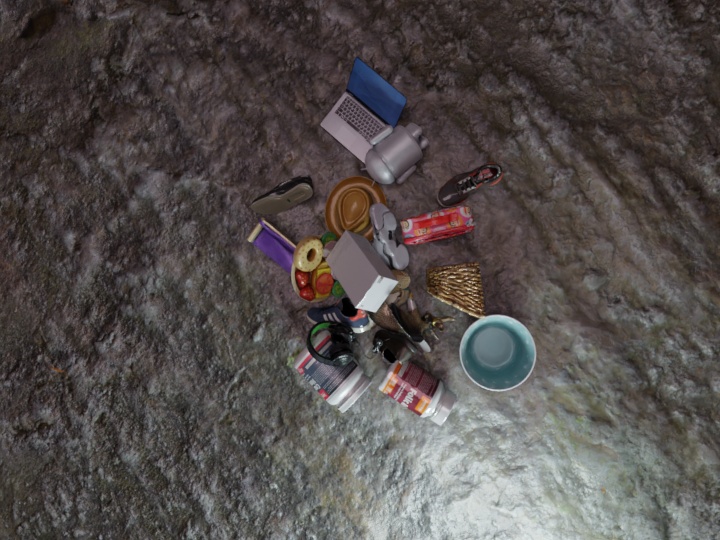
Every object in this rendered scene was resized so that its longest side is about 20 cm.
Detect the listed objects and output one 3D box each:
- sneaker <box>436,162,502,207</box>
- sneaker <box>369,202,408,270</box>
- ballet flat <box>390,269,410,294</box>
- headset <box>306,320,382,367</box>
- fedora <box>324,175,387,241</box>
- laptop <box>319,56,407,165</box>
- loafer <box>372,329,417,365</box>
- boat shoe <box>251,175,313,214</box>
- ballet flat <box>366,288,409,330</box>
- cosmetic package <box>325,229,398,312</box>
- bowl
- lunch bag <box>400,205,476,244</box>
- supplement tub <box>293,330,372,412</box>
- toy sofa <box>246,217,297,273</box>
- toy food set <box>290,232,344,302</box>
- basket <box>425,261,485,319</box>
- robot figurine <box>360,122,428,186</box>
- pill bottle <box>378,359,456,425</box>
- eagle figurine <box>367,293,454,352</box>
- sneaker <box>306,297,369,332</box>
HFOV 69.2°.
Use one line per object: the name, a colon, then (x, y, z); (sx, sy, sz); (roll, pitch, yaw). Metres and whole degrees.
sneaker: (0.300, -0.245, 1.443); (0.198, 0.082, 0.078); (-30, 87, 7)
sneaker: (0.052, -0.090, 1.448); (0.075, 0.114, 0.202); (-40, 115, -32)
ballet flat: (0.038, 0.039, 1.449); (0.197, 0.065, 0.072); (-8, 96, 23)
headset: (-0.044, 0.193, 1.400); (0.197, 0.094, 0.125); (13, 49, -10)
fedora: (-0.018, -0.172, 1.489); (0.197, 0.082, 0.204); (0, 91, 9)
laptop: (0.003, -0.443, 1.468); (0.187, 0.116, 0.201); (41, 96, 6)
loafer: (0.077, 0.212, 1.425); (0.073, 0.200, 0.072); (45, 72, -13)
boat shoe: (-0.231, -0.222, 1.539); (0.198, 0.072, 0.068); (-20, 51, 15)
ballet flat: (0.053, 0.107, 1.492); (0.199, 0.069, 0.070); (-39, 85, 7)
cosmetic package: (0.000, 0.000, 1.378); (0.113, 0.081, 0.201); (-52, 48, 21)
bowl: (0.368, 0.215, 1.427); (0.197, 0.105, 0.204); (0, 92, 7)
lunch bag: (0.207, -0.124, 1.411); (0.197, 0.176, 0.083); (-12, 89, 8)
supplement tub: (-0.078, 0.284, 1.474); (0.200, 0.140, 0.140); (45, 96, 6)
toy sofa: (-0.229, -0.060, 1.514); (0.199, 0.098, 0.083); (39, 95, 5)
toy food set: (-0.109, -0.007, 1.466); (0.048, 0.196, 0.203); (19, 112, 46)
basket: (0.249, 0.059, 1.394); (0.140, 0.200, 0.151); (-8, 90, 7)
robot figurine: (0.093, -0.321, 1.454); (0.199, 0.113, 0.170); (-38, 122, 2)
pill bottle: (0.159, 0.334, 1.453); (0.198, 0.114, 0.115); (31, 95, 7)
eagle figurine: (0.126, 0.135, 1.420); (0.152, 0.197, 0.152); (-59, 41, 42)
sneaker: (-0.067, 0.113, 1.478); (0.197, 0.075, 0.086); (5, 122, 24)
